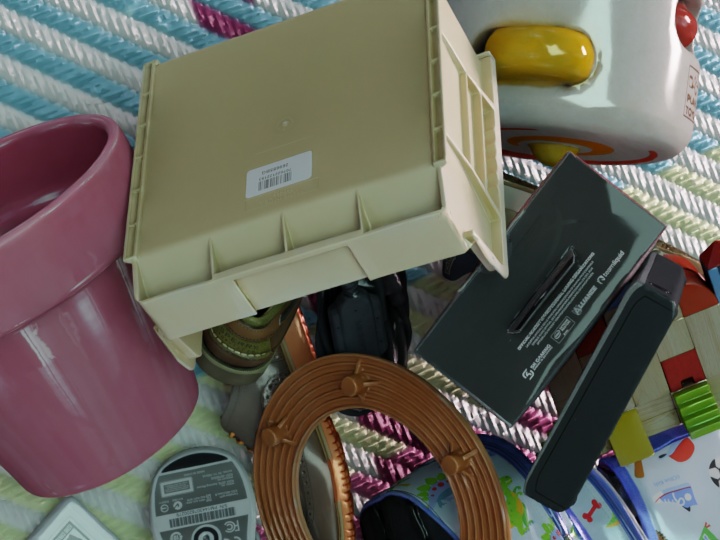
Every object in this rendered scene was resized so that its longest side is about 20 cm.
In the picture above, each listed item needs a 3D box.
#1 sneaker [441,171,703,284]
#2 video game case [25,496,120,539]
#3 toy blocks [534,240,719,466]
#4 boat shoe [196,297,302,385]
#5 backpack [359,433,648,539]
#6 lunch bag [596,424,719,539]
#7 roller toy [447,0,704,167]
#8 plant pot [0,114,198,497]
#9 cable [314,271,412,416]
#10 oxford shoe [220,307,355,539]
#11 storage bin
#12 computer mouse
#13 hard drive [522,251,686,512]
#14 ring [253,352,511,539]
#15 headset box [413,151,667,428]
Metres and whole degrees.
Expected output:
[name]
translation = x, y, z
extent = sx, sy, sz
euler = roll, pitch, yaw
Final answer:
[sneaker]
translation = 0.142, -0.001, 1.425
extent = 0.200, 0.067, 0.090
euler = 21, 99, -24
[video game case]
translation = -0.189, 0.279, 1.313
extent = 0.182, 0.022, 0.200
euler = 45, 74, -12
[toy blocks]
translation = 0.191, 0.037, 1.379
extent = 0.199, 0.100, 0.137
euler = -21, 113, 2
[boat shoe]
translation = -0.053, -0.020, 1.306
extent = 0.072, 0.068, 0.200
euler = 18, 49, -10
[backpack]
translation = 0.102, 0.204, 1.337
extent = 0.147, 0.183, 0.200
euler = -34, 91, -24
[lunch bag]
translation = 0.262, 0.195, 1.422
extent = 0.170, 0.124, 0.201
euler = -20, 101, -17
[roller toy]
translation = 0.136, -0.139, 1.357
extent = 0.182, 0.200, 0.140
euler = 8, 85, -25
[plant pot]
translation = -0.194, 0.030, 1.245
extent = 0.200, 0.200, 0.179
euler = -36, 115, -17
[cable]
translation = 0.000, 0.000, 1.328
extent = 0.051, 0.200, 0.164
euler = -3, 52, 9
[oxford shoe]
translation = -0.052, 0.109, 1.353
extent = 0.073, 0.071, 0.201
euler = -17, 86, -2
[storage bin]
translation = -0.025, -0.057, 1.188
extent = 0.199, 0.199, 0.094
euler = -16, 135, 17
[computer mouse]
translation = -0.089, 0.210, 1.311
extent = 0.109, 0.044, 0.201
euler = -10, 64, 1
[hard drive]
translation = 0.153, 0.063, 1.244
extent = 0.033, 0.200, 0.140
euler = 28, 100, 7
[ring]
translation = 0.007, 0.149, 1.263
extent = 0.019, 0.200, 0.201
euler = -20, 95, -48
[headset box]
translation = 0.111, 0.011, 1.236
extent = 0.077, 0.200, 0.149
euler = 37, 93, 5
